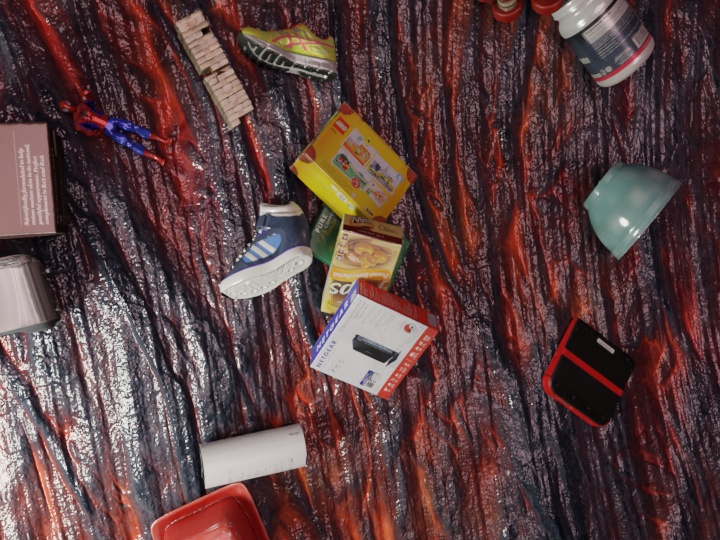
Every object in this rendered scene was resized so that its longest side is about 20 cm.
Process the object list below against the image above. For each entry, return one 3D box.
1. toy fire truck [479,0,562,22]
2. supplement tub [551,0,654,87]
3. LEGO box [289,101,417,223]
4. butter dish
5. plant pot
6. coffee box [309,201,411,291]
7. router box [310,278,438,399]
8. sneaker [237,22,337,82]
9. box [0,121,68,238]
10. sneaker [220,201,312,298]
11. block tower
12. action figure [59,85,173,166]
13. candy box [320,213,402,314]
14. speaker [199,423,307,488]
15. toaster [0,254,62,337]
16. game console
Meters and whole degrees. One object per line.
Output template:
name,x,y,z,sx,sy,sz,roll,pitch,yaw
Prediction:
toy fire truck,0.329,-0.613,1.446,0.194,0.112,0.173,-6,67,13
supplement tub,0.505,-0.504,1.498,0.141,0.140,0.200,-47,104,-10
LEGO box,-0.011,-0.185,1.349,0.200,0.077,0.150,43,61,-11
butter dish,-0.263,0.522,1.278,0.195,0.148,0.204,-23,99,-3
plant pot,0.560,-0.146,1.520,0.134,0.201,0.201,41,79,12
coffee box,-0.008,-0.050,1.401,0.197,0.044,0.126,29,83,-17
router box,0.024,0.135,1.362,0.176,0.049,0.202,24,122,-16
sneaker,-0.133,-0.422,1.336,0.195,0.078,0.093,12,81,-24
box,-0.561,-0.137,1.137,0.159,0.199,0.172,-4,94,-18
sneaker,-0.183,-0.048,1.340,0.196,0.080,0.150,-25,61,15
block tower,-0.263,-0.361,1.300,0.057,0.054,0.204,-30,101,-13
action figure,-0.423,-0.250,1.233,0.195,0.099,0.067,22,85,-15
candy box,0.000,0.000,1.331,0.112,0.056,0.203,13,129,-5
speaker,-0.201,0.346,1.337,0.194,0.081,0.084,-9,95,-17
toaster,-0.602,0.051,1.180,0.194,0.113,0.133,-14,93,-15
game console,0.507,0.231,1.593,0.198,0.031,0.180,34,78,-17
